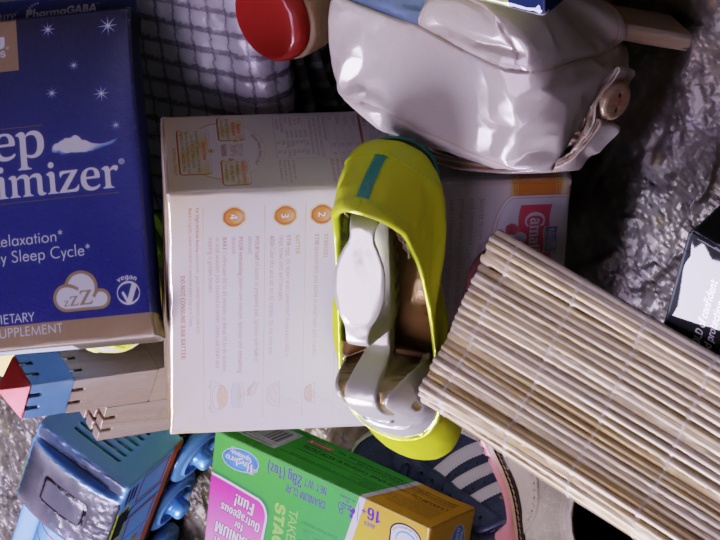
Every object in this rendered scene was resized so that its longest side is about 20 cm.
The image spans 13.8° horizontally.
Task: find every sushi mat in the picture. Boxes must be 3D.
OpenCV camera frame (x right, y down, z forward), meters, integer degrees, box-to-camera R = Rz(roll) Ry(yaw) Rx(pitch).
[{"bbox_3d":[0.115,0.064,1.366,0.200,0.012,0.096,31,103,36],"label":"sushi mat"}]

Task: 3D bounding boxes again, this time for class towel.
[{"bbox_3d":[-0.097,-0.121,1.577,0.200,0.086,0.166,13,125,36],"label":"towel"}]

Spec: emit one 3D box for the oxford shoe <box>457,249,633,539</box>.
[{"bbox_3d":[0.101,0.080,1.425,0.075,0.070,0.200,-22,77,50],"label":"oxford shoe"}]

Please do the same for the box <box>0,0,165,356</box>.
[{"bbox_3d":[-0.166,-0.059,1.489,0.121,0.032,0.200,-6,82,7],"label":"box"}]

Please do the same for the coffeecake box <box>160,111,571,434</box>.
[{"bbox_3d":[0.000,0.000,1.506,0.200,0.073,0.154,-2,126,-5],"label":"coffeecake box"}]

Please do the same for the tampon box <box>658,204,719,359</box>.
[{"bbox_3d":[0.250,0.052,1.372,0.200,0.126,0.150,30,134,21],"label":"tampon box"}]

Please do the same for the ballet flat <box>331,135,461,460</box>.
[{"bbox_3d":[0.011,0.028,1.437,0.067,0.067,0.200,9,129,17],"label":"ballet flat"}]

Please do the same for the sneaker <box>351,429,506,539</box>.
[{"bbox_3d":[0.065,0.138,1.621,0.200,0.085,0.075,13,127,34],"label":"sneaker"}]

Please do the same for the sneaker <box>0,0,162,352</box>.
[{"bbox_3d":[-0.155,-0.047,1.558,0.105,0.076,0.200,103,154,-77],"label":"sneaker"}]

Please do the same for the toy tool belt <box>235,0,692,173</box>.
[{"bbox_3d":[0.050,-0.119,1.437,0.200,0.123,0.125,23,129,37],"label":"toy tool belt"}]

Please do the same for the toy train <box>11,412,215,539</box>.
[{"bbox_3d":[-0.157,0.139,1.787,0.087,0.114,0.200,38,136,14],"label":"toy train"}]

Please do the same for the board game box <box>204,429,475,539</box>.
[{"bbox_3d":[-0.020,0.197,1.630,0.153,0.040,0.200,21,116,33],"label":"board game box"}]

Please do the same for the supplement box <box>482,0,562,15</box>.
[{"bbox_3d":[0.027,-0.247,1.340,0.200,0.134,0.200,15,128,32],"label":"supplement box"}]

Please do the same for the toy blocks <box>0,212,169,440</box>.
[{"bbox_3d":[-0.163,0.023,1.636,0.200,0.137,0.100,56,140,38],"label":"toy blocks"}]
